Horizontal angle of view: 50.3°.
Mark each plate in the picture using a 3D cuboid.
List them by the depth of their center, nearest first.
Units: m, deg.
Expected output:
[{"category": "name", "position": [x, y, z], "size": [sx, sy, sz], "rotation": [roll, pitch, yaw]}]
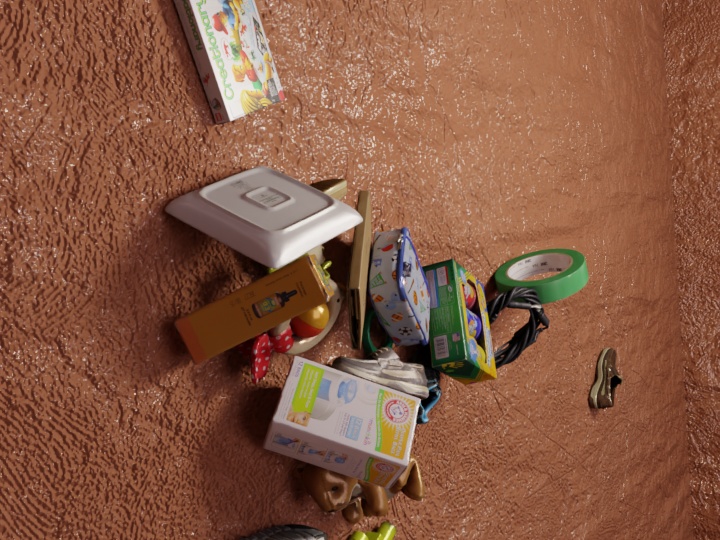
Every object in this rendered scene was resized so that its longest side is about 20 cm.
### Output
[{"category": "plate", "position": [-0.126, -0.087, 1.037], "size": [0.199, 0.199, 0.032], "rotation": [-33, 141, -47]}]

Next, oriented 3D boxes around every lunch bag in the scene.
[{"category": "lunch bag", "position": [0.072, 0.025, 1.337], "size": [0.200, 0.075, 0.161], "rotation": [68, 23, -43]}]

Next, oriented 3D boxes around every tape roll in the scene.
[{"category": "tape roll", "position": [0.400, 0.012, 1.698], "size": [0.200, 0.200, 0.048], "rotation": [-38, 118, -46]}]

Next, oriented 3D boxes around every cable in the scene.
[{"category": "cable", "position": [0.296, 0.122, 1.594], "size": [0.199, 0.051, 0.164], "rotation": [-30, 127, -1]}]

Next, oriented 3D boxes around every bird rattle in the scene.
[{"category": "bird rattle", "position": [-0.090, 0.071, 1.101], "size": [0.163, 0.112, 0.201], "rotation": [13, 101, -52]}]

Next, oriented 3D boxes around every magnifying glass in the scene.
[{"category": "magnifying glass", "position": [0.034, 0.166, 1.366], "size": [0.079, 0.022, 0.201], "rotation": [-1, 87, -52]}]

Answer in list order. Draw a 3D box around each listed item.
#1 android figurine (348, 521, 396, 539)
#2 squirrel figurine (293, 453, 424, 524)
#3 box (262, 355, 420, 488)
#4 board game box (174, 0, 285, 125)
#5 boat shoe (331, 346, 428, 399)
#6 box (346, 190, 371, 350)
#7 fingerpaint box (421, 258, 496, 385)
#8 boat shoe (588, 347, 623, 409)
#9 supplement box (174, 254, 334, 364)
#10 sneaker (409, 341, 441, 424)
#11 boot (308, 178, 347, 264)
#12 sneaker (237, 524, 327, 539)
[{"category": "android figurine", "position": [0.015, 0.534, 1.300], "size": [0.200, 0.041, 0.183], "rotation": [-52, 127, -41]}, {"category": "squirrel figurine", "position": [-0.017, 0.300, 1.228], "size": [0.186, 0.141, 0.201], "rotation": [10, 66, -41]}, {"category": "box", "position": [-0.026, 0.223, 1.115], "size": [0.199, 0.102, 0.113], "rotation": [20, 53, -3]}, {"category": "board game box", "position": [-0.187, -0.324, 1.097], "size": [0.126, 0.034, 0.201], "rotation": [-37, 117, -46]}, {"category": "boat shoe", "position": [0.033, 0.172, 1.312], "size": [0.199, 0.074, 0.074], "rotation": [23, 58, -35]}, {"category": "box", "position": [0.000, 0.000, 1.229], "size": [0.164, 0.021, 0.201], "rotation": [87, 7, -52]}, {"category": "fingerpaint box", "position": [0.191, 0.101, 1.473], "size": [0.167, 0.073, 0.201], "rotation": [35, 45, -55]}, {"category": "boat shoe", "position": [0.714, 0.310, 2.187], "size": [0.075, 0.075, 0.203], "rotation": [52, 50, -37]}, {"category": "supplement box", "position": [-0.136, 0.050, 1.002], "size": [0.067, 0.199, 0.069], "rotation": [65, 9, 0]}, {"category": "sneaker", "position": [0.124, 0.214, 1.427], "size": [0.073, 0.082, 0.200], "rotation": [58, 45, -29]}, {"category": "boot", "position": [-0.073, -0.041, 1.192], "size": [0.200, 0.073, 0.156], "rotation": [-42, 119, -37]}, {"category": "sneaker", "position": [-0.135, 0.439, 1.099], "size": [0.199, 0.075, 0.116], "rotation": [2, 91, -42]}]
